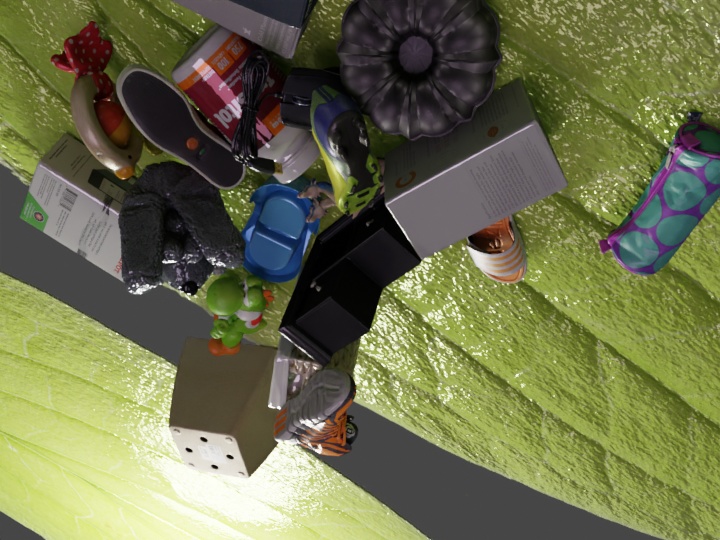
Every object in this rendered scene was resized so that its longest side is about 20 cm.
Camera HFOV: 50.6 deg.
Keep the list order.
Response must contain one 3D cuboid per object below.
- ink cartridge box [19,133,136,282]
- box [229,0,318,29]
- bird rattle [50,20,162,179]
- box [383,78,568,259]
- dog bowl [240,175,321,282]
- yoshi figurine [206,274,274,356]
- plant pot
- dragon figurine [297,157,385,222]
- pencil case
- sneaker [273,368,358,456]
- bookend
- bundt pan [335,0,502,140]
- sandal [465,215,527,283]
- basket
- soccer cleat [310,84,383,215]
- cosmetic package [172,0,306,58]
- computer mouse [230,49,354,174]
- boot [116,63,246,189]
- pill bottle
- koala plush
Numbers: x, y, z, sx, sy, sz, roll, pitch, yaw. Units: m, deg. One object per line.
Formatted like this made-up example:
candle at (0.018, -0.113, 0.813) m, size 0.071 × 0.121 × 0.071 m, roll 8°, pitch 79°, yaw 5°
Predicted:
ink cartridge box at (-0.422, -0.095, 1.215) m, size 0.198 × 0.085 × 0.146 m, roll 34°, pitch 133°, yaw -13°
box at (-0.063, -0.367, 0.754) m, size 0.105 × 0.202 × 0.150 m, roll 21°, pitch 136°, yaw -2°
bird rattle at (-0.337, -0.218, 1.029) m, size 0.110 × 0.165 × 0.202 m, roll -14°, pitch 138°, yaw 7°
box at (0.135, -0.124, 0.932) m, size 0.197 × 0.126 × 0.098 m, roll -26°, pitch 121°, yaw 19°
dog bowl at (-0.122, -0.067, 1.161) m, size 0.110 × 0.050 × 0.201 m, roll 25°, pitch 134°, yaw -4°
yoshi figurine at (-0.220, 0.064, 1.261) m, size 0.113 × 0.111 × 0.200 m, roll 48°, pitch 145°, yaw 8°
plant pot at (-0.252, 0.269, 1.429) m, size 0.195 × 0.179 × 0.203 m, roll 6°, pitch 134°, yaw 15°
dragon figurine at (0.001, -0.131, 1.045) m, size 0.198 × 0.100 × 0.059 m, roll -37°, pitch 120°, yaw 0°
pencil case at (0.381, -0.087, 0.939) m, size 0.090 × 0.086 × 0.202 m, roll 8°, pitch 136°, yaw -11°
sneaker at (-0.038, 0.212, 1.122) m, size 0.110 × 0.079 × 0.199 m, roll 24°, pitch 142°, yaw -24°
bookend at (0.000, 0.000, 1.073) m, size 0.092 × 0.202 × 0.198 m, roll 39°, pitch 133°, yaw -19°
bundt pan at (0.062, -0.244, 0.862) m, size 0.197 × 0.076 × 0.207 m, roll 3°, pitch 109°, yaw 9°
sandal at (0.179, -0.049, 1.063) m, size 0.078 × 0.060 × 0.209 m, roll -5°, pitch 130°, yaw 23°
basket at (-0.062, 0.114, 1.205) m, size 0.121 × 0.202 × 0.137 m, roll 13°, pitch 135°, yaw 0°
soccer cleat at (-0.019, -0.142, 0.919) m, size 0.064 × 0.084 × 0.201 m, roll -30°, pitch 153°, yaw -9°
cosmetic package at (-0.146, -0.349, 0.882) m, size 0.196 × 0.091 × 0.108 m, roll 22°, pitch 139°, yaw -5°
computer mouse at (-0.068, -0.180, 0.928) m, size 0.046 × 0.198 × 0.143 m, roll 30°, pitch 112°, yaw 36°
boot at (-0.245, -0.199, 1.018) m, size 0.072 × 0.144 × 0.200 m, roll -45°, pitch 121°, yaw 3°
pill bottle at (-0.138, -0.215, 0.984) m, size 0.112 × 0.114 × 0.200 m, roll -25°, pitch 121°, yaw 35°
koala plush at (-0.262, -0.039, 1.123) m, size 0.174 × 0.187 × 0.201 m, roll -16°, pitch 157°, yaw -10°
